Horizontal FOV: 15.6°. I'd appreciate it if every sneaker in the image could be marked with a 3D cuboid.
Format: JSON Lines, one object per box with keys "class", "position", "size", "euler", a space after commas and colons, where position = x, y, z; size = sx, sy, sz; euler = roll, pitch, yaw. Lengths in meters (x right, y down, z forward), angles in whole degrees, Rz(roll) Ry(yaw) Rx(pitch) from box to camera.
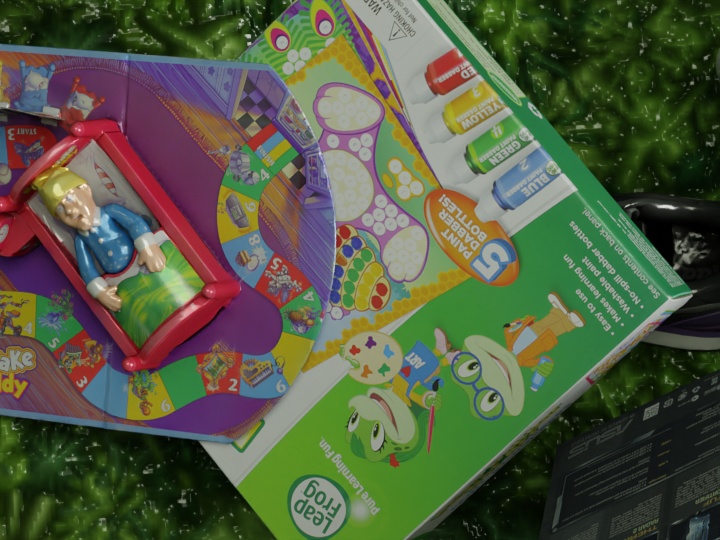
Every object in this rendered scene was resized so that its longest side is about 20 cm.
{"class": "sneaker", "position": [0.084, -0.009, 1.119], "size": [0.198, 0.088, 0.076], "euler": [-3, 74, -4]}

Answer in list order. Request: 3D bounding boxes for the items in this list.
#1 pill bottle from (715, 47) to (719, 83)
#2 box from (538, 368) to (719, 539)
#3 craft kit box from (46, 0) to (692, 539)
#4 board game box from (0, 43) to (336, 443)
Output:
{"class": "pill bottle", "position": [0.237, -0.024, 1.120], "size": [0.112, 0.113, 0.201], "euler": [-18, 76, -8]}
{"class": "box", "position": [0.159, 0.094, 1.020], "size": [0.199, 0.158, 0.051], "euler": [-29, 113, 27]}
{"class": "craft kit box", "position": [0.000, 0.000, 1.091], "size": [0.197, 0.048, 0.200], "euler": [-44, 78, 19]}
{"class": "board game box", "position": [-0.110, -0.011, 1.085], "size": [0.199, 0.039, 0.159], "euler": [6, 95, 20]}
